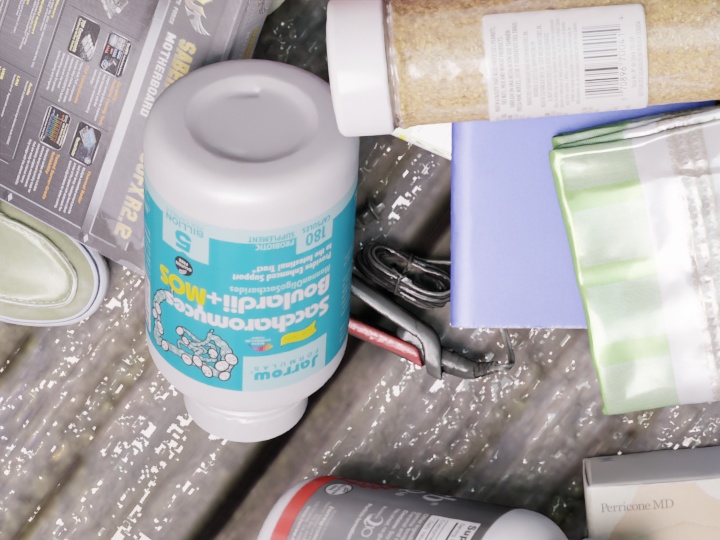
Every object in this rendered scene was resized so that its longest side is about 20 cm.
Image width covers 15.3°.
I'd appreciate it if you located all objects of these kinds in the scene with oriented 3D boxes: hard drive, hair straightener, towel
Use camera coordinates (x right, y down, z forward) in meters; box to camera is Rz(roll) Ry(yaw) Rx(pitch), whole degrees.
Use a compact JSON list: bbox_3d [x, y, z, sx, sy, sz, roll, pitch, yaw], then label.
[{"bbox_3d":[0.111,-0.071,1.338,0.131,0.025,0.201,0,100,2],"label":"hard drive"},{"bbox_3d":[0.000,0.000,1.494,0.199,0.041,0.077,26,99,5],"label":"hair straightener"},{"bbox_3d":[0.200,-0.012,1.303,0.199,0.031,0.150,-11,99,13],"label":"towel"}]

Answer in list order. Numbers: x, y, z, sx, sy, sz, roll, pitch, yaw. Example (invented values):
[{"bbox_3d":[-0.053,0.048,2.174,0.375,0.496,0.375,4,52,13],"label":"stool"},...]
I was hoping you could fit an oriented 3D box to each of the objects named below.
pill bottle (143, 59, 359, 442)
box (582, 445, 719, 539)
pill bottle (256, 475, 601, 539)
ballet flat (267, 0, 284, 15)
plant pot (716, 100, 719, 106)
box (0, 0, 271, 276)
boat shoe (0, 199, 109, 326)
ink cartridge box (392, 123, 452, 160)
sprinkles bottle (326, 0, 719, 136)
[{"bbox_3d":[-0.058,-0.003,1.406,0.110,0.111,0.201,5,133,2],"label":"pill bottle"},{"bbox_3d":[0.176,0.205,1.498,0.094,0.078,0.201,-6,98,5],"label":"box"},{"bbox_3d":[0.048,0.180,1.447,0.199,0.116,0.117,7,100,30],"label":"pill bottle"},{"bbox_3d":[-0.038,-0.187,1.454,0.200,0.067,0.067,-39,57,12],"label":"ballet flat"},{"bbox_3d":[0.280,-0.133,1.375,0.175,0.200,0.201,14,103,1],"label":"plant pot"},{"bbox_3d":[-0.141,-0.121,1.441,0.158,0.048,0.201,27,115,13],"label":"box"},{"bbox_3d":[-0.237,-0.019,1.496,0.199,0.062,0.072,22,99,0],"label":"boat shoe"},{"bbox_3d":[0.105,-0.081,1.424,0.199,0.148,0.076,24,99,-1],"label":"ink cartridge box"},{"bbox_3d":[0.085,-0.106,1.285,0.199,0.068,0.069,-5,98,3],"label":"sprinkles bottle"}]
